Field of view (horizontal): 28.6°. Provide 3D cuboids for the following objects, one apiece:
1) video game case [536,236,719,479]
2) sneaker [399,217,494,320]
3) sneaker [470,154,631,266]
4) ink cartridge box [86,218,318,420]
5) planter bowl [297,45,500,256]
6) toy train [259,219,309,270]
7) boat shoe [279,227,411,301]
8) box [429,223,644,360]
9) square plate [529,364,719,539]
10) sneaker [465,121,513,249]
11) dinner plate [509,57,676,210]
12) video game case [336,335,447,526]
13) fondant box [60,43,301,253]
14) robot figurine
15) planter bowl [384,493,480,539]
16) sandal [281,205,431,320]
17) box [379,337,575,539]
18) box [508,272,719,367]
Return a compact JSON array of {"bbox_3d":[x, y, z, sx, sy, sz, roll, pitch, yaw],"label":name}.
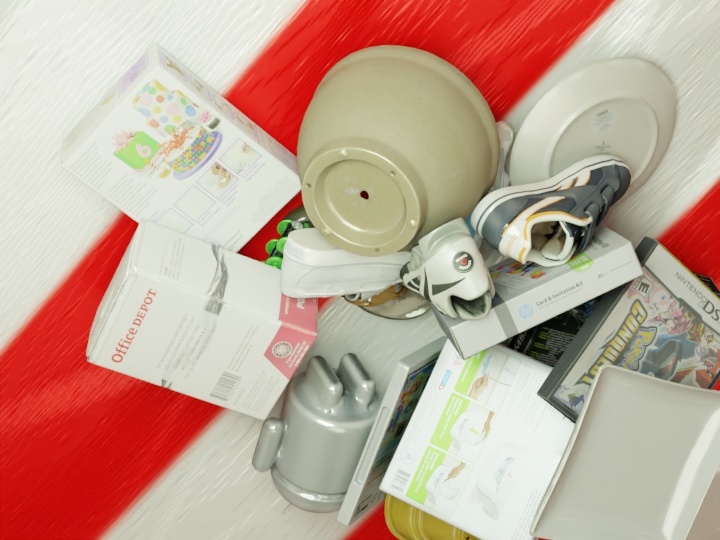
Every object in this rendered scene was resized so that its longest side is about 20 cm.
[{"bbox_3d":[0.302,0.094,1.482,0.181,0.025,0.200,37,86,-30],"label":"video game case"},{"bbox_3d":[0.090,0.015,1.384,0.074,0.200,0.089,-31,82,-2],"label":"sneaker"},{"bbox_3d":[0.209,-0.054,1.416,0.199,0.079,0.079,-20,142,-30],"label":"sneaker"},{"bbox_3d":[-0.160,0.053,1.436,0.199,0.085,0.146,19,129,-17],"label":"ink cartridge box"},{"bbox_3d":[0.021,-0.096,1.358,0.199,0.135,0.201,12,128,16],"label":"planter bowl"},{"bbox_3d":[-0.096,0.027,1.499,0.056,0.042,0.200,21,125,-18],"label":"toy train"},{"bbox_3d":[-0.001,-0.001,1.440,0.200,0.072,0.069,-7,122,-49],"label":"boat shoe"},{"bbox_3d":[0.175,0.016,1.453,0.199,0.156,0.041,-24,102,0],"label":"box"},{"bbox_3d":[0.288,0.200,1.477,0.199,0.028,0.199,14,104,-27],"label":"square plate"},{"bbox_3d":[0.122,-0.071,1.485,0.086,0.075,0.201,-22,141,-32],"label":"sneaker"},{"bbox_3d":[0.248,-0.128,1.469,0.199,0.024,0.201,-15,130,-19],"label":"dinner plate"},{"bbox_3d":[0.040,0.177,1.574,0.018,0.143,0.201,27,108,18],"label":"video game case"},{"bbox_3d":[-0.175,-0.107,1.406,0.144,0.058,0.200,-43,121,17],"label":"fondant box"},{"bbox_3d":[-0.038,0.190,1.589,0.169,0.113,0.201,0,122,-24],"label":"robot figurine"},{"bbox_3d":[0.133,0.265,1.650,0.200,0.083,0.201,-20,131,-25],"label":"planter bowl"},{"bbox_3d":[0.000,0.000,1.510,0.200,0.055,0.082,36,110,-28],"label":"sandal"},{"bbox_3d":[0.144,0.186,1.541,0.176,0.097,0.201,23,85,12],"label":"box"},{"bbox_3d":[0.283,0.074,1.621,0.199,0.048,0.194,13,116,-18],"label":"box"}]
